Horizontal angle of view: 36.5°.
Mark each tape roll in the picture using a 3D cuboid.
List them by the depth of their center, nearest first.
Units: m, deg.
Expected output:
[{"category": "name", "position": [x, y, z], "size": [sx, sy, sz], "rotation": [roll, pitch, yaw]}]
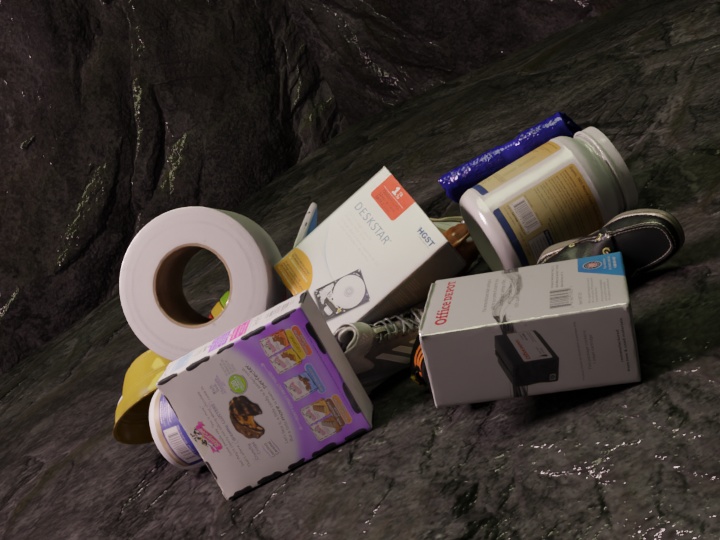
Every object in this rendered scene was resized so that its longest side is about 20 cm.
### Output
[{"category": "tape roll", "position": [-0.208, 0.018, 1.462], "size": [0.201, 0.205, 0.139], "rotation": [-28, -2, 6]}]

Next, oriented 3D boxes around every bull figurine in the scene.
[{"category": "bull figurine", "position": [0.132, -0.024, 1.573], "size": [0.121, 0.066, 0.200], "rotation": [-31, -2, -24]}]

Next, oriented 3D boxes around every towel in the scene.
[{"category": "towel", "position": [0.221, -0.149, 1.526], "size": [0.198, 0.050, 0.147], "rotation": [-27, -28, 22]}]

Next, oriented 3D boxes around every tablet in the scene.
[{"category": "tablet", "position": [-0.086, 0.012, 1.575], "size": [0.013, 0.201, 0.131], "rotation": [14, 53, 6]}]

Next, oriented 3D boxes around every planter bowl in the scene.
[{"category": "planter bowl", "position": [-0.277, 0.162, 1.568], "size": [0.199, 0.084, 0.201], "rotation": [-26, -23, -12]}]

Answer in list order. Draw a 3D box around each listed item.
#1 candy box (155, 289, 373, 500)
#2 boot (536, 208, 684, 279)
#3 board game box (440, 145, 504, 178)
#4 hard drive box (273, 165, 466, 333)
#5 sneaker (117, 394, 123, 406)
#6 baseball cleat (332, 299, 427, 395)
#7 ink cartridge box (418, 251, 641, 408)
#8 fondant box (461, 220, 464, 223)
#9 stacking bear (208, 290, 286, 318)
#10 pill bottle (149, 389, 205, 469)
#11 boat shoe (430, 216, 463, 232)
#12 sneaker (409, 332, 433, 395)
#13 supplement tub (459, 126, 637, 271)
[{"category": "candy box", "position": [-0.110, 0.146, 1.277], "size": [0.198, 0.169, 0.072], "rotation": [-27, 13, 11]}, {"category": "boot", "position": [0.249, 0.015, 1.202], "size": [0.203, 0.074, 0.154], "rotation": [-22, 17, 48]}, {"category": "board game box", "position": [0.187, -0.146, 1.662], "size": [0.104, 0.024, 0.200], "rotation": [-25, -7, 13]}, {"category": "hard drive box", "position": [0.010, -0.007, 1.409], "size": [0.200, 0.077, 0.156], "rotation": [-42, 56, 3]}, {"category": "sneaker", "position": [-0.334, 0.216, 1.754], "size": [0.199, 0.077, 0.081], "rotation": [-22, 24, 38]}, {"category": "baseball cleat", "position": [0.036, 0.084, 1.338], "size": [0.199, 0.107, 0.070], "rotation": [-38, 50, -7]}, {"category": "ink cartridge box", "position": [0.168, 0.057, 1.074], "size": [0.197, 0.085, 0.145], "rotation": [-9, 19, 14]}, {"category": "fondant box", "position": [0.267, -0.110, 1.667], "size": [0.198, 0.059, 0.144], "rotation": [-23, 14, 33]}, {"category": "stacking bear", "position": [-0.216, 0.093, 1.890], "size": [0.199, 0.122, 0.114], "rotation": [-40, 6, -3]}, {"category": "pill bottle", "position": [-0.164, 0.173, 1.406], "size": [0.198, 0.121, 0.120], "rotation": [-23, 14, 27]}, {"category": "boat shoe", "position": [0.097, -0.044, 1.757], "size": [0.068, 0.076, 0.199], "rotation": [-32, 12, -39]}, {"category": "sneaker", "position": [0.092, 0.110, 1.233], "size": [0.090, 0.070, 0.201], "rotation": [-53, 10, 24]}, {"category": "supplement tub", "position": [0.244, -0.084, 1.417], "size": [0.198, 0.146, 0.144], "rotation": [-30, 12, -3]}]
